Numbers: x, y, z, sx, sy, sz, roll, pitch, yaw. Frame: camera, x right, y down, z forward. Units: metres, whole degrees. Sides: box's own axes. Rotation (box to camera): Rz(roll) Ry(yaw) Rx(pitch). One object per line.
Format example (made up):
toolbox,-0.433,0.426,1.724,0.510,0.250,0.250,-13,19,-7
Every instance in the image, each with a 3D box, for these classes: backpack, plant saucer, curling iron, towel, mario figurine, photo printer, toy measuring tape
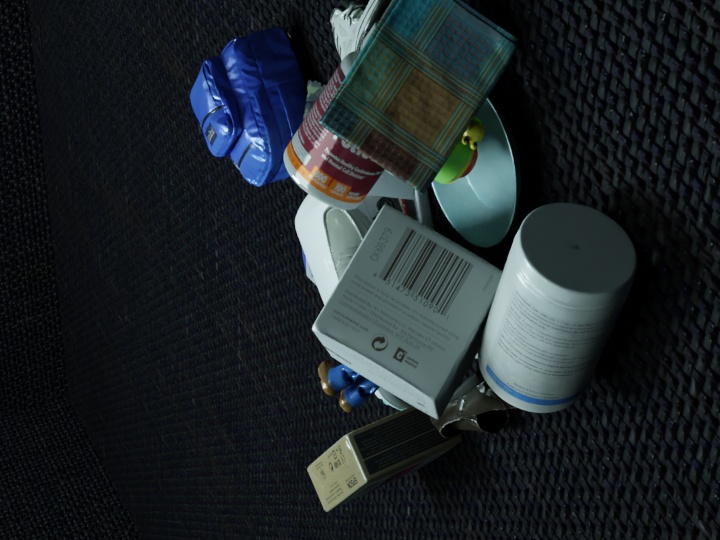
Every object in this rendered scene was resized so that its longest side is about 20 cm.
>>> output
backpack,-0.154,-0.228,1.968,0.202,0.166,0.163,66,161,9
plant saucer,0.140,-0.130,1.539,0.201,0.038,0.204,45,143,49
curling iron,0.033,-0.146,1.699,0.026,0.049,0.204,-170,73,-69
towel,0.065,-0.206,1.433,0.146,0.202,0.022,33,180,-1
mario figurine,0.043,0.103,1.762,0.199,0.123,0.107,-33,66,19
photo printer,-0.007,-0.037,1.787,0.166,0.069,0.203,-34,73,47
toy measuring tape,0.077,-0.126,1.520,0.199,0.073,0.075,-23,84,55

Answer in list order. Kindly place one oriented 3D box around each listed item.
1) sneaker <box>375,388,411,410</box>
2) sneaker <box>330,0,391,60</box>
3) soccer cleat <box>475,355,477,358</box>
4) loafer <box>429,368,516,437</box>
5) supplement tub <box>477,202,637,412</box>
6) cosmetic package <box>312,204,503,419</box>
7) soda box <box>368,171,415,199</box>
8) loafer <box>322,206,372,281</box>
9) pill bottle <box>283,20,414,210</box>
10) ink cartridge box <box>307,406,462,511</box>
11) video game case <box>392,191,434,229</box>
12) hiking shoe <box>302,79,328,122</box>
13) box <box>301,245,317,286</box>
sneaker,0.044,0.098,1.848,0.091,0.077,0.203,-22,85,62
sneaker,0.001,-0.320,1.678,0.116,0.075,0.201,61,155,22
soccer cleat,0.095,0.033,1.665,0.201,0.077,0.070,57,142,18
loafer,0.147,0.178,1.666,0.072,0.072,0.200,68,155,18
supplement tub,0.204,0.043,1.392,0.133,0.130,0.201,57,151,32
cosmetic package,0.061,0.054,1.528,0.163,0.166,0.200,30,171,11
soda box,0.045,-0.193,1.618,0.064,0.067,0.203,-80,-4,-63
loafer,0.000,0.000,1.684,0.070,0.069,0.202,-39,70,31
pill bottle,0.005,-0.180,1.529,0.201,0.113,0.115,-54,51,27
ink cartridge box,0.032,0.259,1.856,0.076,0.163,0.200,65,155,13
video game case,0.046,-0.089,1.789,0.182,0.022,0.203,18,121,62
hiking shoe,-0.027,-0.192,1.796,0.200,0.075,0.102,-134,56,-62
box,-0.036,-0.014,1.991,0.200,0.041,0.121,45,143,52
